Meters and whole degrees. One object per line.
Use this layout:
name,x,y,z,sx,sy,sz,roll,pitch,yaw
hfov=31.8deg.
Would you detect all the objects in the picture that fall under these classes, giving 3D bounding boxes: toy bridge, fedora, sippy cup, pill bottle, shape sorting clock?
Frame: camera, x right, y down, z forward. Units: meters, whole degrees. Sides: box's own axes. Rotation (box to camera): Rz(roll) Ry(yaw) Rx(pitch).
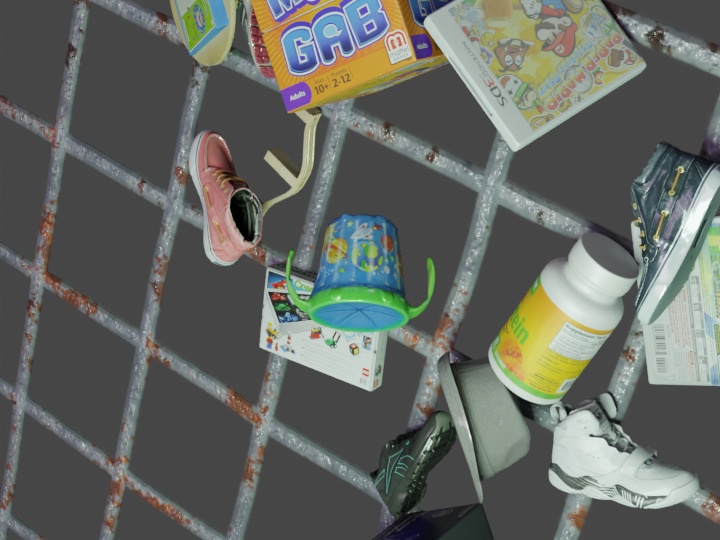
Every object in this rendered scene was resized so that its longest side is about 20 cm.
toy bridge,-0.105,-0.143,1.773,0.067,0.027,0.201,44,124,16
fedora,0.165,0.189,1.625,0.089,0.177,0.202,-17,112,4
sippy cup,0.000,0.000,1.669,0.139,0.176,0.132,-21,60,48
pill bottle,0.249,0.056,1.533,0.111,0.111,0.201,42,123,17
shape sorting clock,-0.219,-0.385,1.746,0.200,0.039,0.202,40,137,50

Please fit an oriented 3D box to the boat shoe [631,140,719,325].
boat shoe,0.342,-0.044,1.446,0.090,0.071,0.202,31,111,26

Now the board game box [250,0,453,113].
board game box,0.009,-0.328,1.533,0.198,0.199,0.202,-16,94,36

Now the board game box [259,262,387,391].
board game box,-0.052,0.078,1.795,0.198,0.034,0.128,19,113,29

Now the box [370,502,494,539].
box,0.073,0.391,1.696,0.140,0.199,0.080,-14,96,35

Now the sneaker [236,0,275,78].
sneaker,-0.133,-0.361,1.709,0.074,0.080,0.203,6,109,63

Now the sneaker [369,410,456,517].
sneaker,0.065,0.255,1.734,0.079,0.075,0.201,46,132,25

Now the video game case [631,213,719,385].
video game case,0.412,0.035,1.470,0.180,0.022,0.203,-2,101,35

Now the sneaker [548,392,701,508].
sneaker,0.317,0.220,1.554,0.198,0.075,0.117,3,108,37

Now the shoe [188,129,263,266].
shoe,-0.184,-0.114,1.779,0.091,0.071,0.203,-27,67,50

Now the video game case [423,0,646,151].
video game case,0.200,-0.257,1.439,0.183,0.199,0.023,55,160,8
